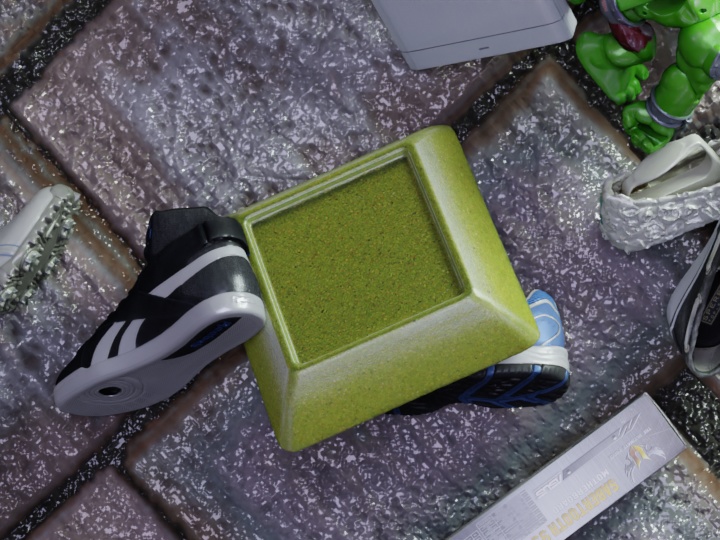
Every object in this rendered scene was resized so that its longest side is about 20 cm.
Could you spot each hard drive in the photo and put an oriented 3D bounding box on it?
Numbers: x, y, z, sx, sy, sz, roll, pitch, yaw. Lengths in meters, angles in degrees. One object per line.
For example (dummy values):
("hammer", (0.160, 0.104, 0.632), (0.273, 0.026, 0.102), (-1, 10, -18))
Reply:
("hard drive", (0.053, -0.229, 1.701), (0.131, 0.200, 0.027), (-8, 43, 29))

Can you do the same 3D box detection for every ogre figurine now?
("ogre figurine", (0.197, -0.187, 1.678), (0.098, 0.120, 0.201), (-1, 82, -39))

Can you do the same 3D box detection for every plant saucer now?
("plant saucer", (0.000, 0.000, 1.727), (0.199, 0.048, 0.201), (-24, 58, 4))

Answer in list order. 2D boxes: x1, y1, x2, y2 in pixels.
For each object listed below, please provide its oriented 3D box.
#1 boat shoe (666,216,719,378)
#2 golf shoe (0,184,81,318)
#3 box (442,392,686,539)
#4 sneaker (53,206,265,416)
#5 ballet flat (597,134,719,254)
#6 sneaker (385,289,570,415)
("boat shoe", (0.276, -0.015, 1.697), (0.070, 0.064, 0.201), (15, 119, -12))
("golf shoe", (-0.289, 0.004, 1.784), (0.097, 0.078, 0.200), (39, 90, 12))
("box", (0.132, 0.161, 1.695), (0.200, 0.158, 0.048), (-37, 85, 2))
("sneaker", (-0.147, 0.023, 1.760), (0.199, 0.073, 0.113), (-29, 58, 34))
("ballet flat", (0.259, -0.074, 1.733), (0.199, 0.072, 0.072), (-24, 85, 3))
("sneaker", (0.052, 0.055, 1.760), (0.198, 0.076, 0.077), (0, 61, 7))
